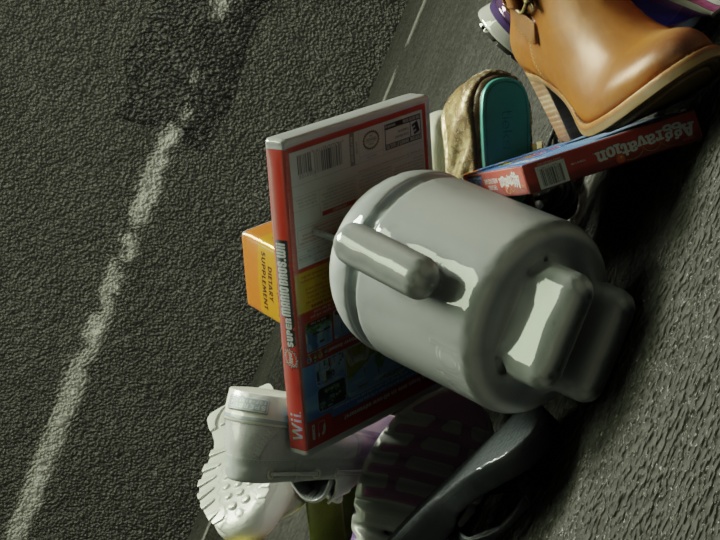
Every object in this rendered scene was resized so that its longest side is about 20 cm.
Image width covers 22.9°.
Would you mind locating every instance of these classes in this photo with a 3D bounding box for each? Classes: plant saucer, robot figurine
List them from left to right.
[{"bbox_3d":[-0.024,0.151,1.366,0.200,0.031,0.201,-4,-90,-88],"label":"plant saucer"},{"bbox_3d":[0.060,0.009,1.017,0.200,0.169,0.113,25,91,45],"label":"robot figurine"}]

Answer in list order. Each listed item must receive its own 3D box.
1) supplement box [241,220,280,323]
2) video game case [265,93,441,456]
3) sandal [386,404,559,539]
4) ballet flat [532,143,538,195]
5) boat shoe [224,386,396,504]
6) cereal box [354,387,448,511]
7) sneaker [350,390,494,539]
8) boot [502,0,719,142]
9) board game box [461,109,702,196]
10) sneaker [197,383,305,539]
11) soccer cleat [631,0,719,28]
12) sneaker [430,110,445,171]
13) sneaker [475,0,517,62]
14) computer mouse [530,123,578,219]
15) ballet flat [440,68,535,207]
[{"bbox_3d":[-0.004,0.020,1.282,0.200,0.069,0.067,25,127,46],"label":"supplement box"},{"bbox_3d":[0.000,0.000,1.118,0.143,0.017,0.201,-23,-65,-47],"label":"video game case"},{"bbox_3d":[0.072,0.136,1.061,0.076,0.043,0.200,-44,-5,-33],"label":"sandal"},{"bbox_3d":[0.090,-0.029,1.361,0.069,0.063,0.200,-75,8,-47],"label":"ballet flat"},{"bbox_3d":[-0.026,0.120,1.180,0.200,0.072,0.069,20,-99,-65],"label":"boat shoe"},{"bbox_3d":[0.038,0.145,1.336,0.200,0.039,0.144,-85,18,-71],"label":"cereal box"},{"bbox_3d":[0.029,0.170,1.191,0.088,0.080,0.201,-57,-12,-84],"label":"sneaker"},{"bbox_3d":[0.125,-0.157,1.017,0.155,0.074,0.200,67,163,-4],"label":"boot"},{"bbox_3d":[0.126,-0.067,1.062,0.200,0.103,0.020,-163,56,-84],"label":"board game box"},{"bbox_3d":[-0.069,0.155,1.304,0.076,0.081,0.200,-22,18,9],"label":"sneaker"},{"bbox_3d":[0.183,-0.180,1.018,0.200,0.073,0.068,155,137,-81],"label":"soccer cleat"},{"bbox_3d":[0.047,-0.019,1.311,0.075,0.084,0.201,-13,-76,-47],"label":"sneaker"},{"bbox_3d":[0.158,-0.204,1.283,0.088,0.076,0.200,-49,-4,26],"label":"sneaker"},{"bbox_3d":[0.163,-0.137,1.202,0.110,0.044,0.200,-71,-1,-61],"label":"computer mouse"},{"bbox_3d":[0.085,-0.033,1.196,0.065,0.070,0.201,0,88,62],"label":"ballet flat"}]
